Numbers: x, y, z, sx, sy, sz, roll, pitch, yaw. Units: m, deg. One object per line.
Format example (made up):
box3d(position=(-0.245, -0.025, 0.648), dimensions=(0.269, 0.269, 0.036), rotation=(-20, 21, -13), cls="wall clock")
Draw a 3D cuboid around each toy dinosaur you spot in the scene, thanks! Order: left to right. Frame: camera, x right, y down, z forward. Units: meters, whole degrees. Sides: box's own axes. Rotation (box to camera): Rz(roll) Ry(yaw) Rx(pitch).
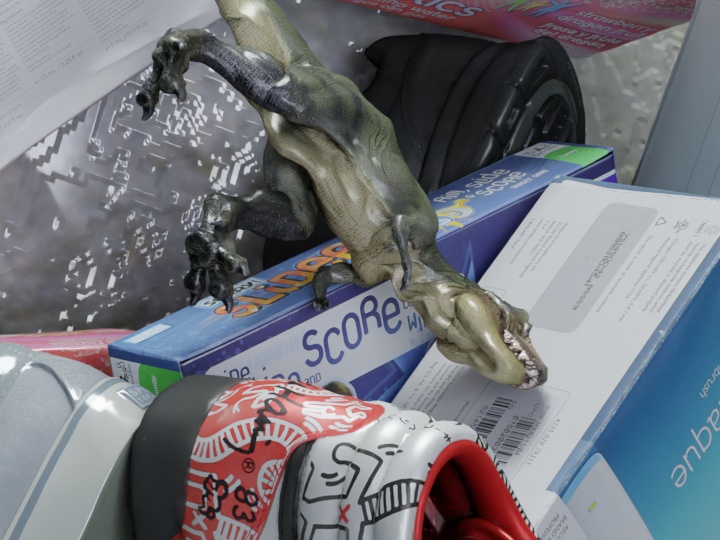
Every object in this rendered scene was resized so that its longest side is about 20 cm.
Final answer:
box3d(position=(-0.022, -0.040, 0.782), dimensions=(0.088, 0.047, 0.201), rotation=(-22, 81, -45), cls="toy dinosaur")

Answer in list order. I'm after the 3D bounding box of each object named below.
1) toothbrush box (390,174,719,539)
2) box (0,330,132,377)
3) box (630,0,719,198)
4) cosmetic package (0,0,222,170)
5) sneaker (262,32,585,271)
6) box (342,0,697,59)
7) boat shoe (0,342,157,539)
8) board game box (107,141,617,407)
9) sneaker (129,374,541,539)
box3d(position=(0.094, 0.093, 0.853), dimensions=(0.147, 0.085, 0.200), rotation=(-52, 130, -26), cls="toothbrush box")
box3d(position=(-0.156, 0.073, 0.830), dimensions=(0.199, 0.095, 0.103), rotation=(-1, 90, -26), cls="box")
box3d(position=(0.219, -0.059, 0.936), dimensions=(0.198, 0.131, 0.201), rotation=(-17, 138, -37), cls="box")
box3d(position=(-0.137, -0.072, 0.879), dimensions=(0.200, 0.051, 0.083), rotation=(-36, 105, -23), cls="cosmetic package")
box3d(position=(0.000, 0.000, 0.921), dimensions=(0.200, 0.090, 0.076), rotation=(-57, 143, -25), cls="sneaker")
box3d(position=(0.034, -0.146, 0.910), dimensions=(0.199, 0.094, 0.103), rotation=(10, 73, -38), cls="box")
box3d(position=(-0.125, 0.113, 0.750), dimensions=(0.071, 0.070, 0.202), rotation=(25, 79, 20), cls="boat shoe")
box3d(position=(0.016, 0.053, 0.852), dimensions=(0.199, 0.034, 0.136), rotation=(-25, 113, -40), cls="board game box")
box3d(position=(0.004, 0.127, 0.744), dimensions=(0.067, 0.107, 0.203), rotation=(-34, 121, -49), cls="sneaker")
